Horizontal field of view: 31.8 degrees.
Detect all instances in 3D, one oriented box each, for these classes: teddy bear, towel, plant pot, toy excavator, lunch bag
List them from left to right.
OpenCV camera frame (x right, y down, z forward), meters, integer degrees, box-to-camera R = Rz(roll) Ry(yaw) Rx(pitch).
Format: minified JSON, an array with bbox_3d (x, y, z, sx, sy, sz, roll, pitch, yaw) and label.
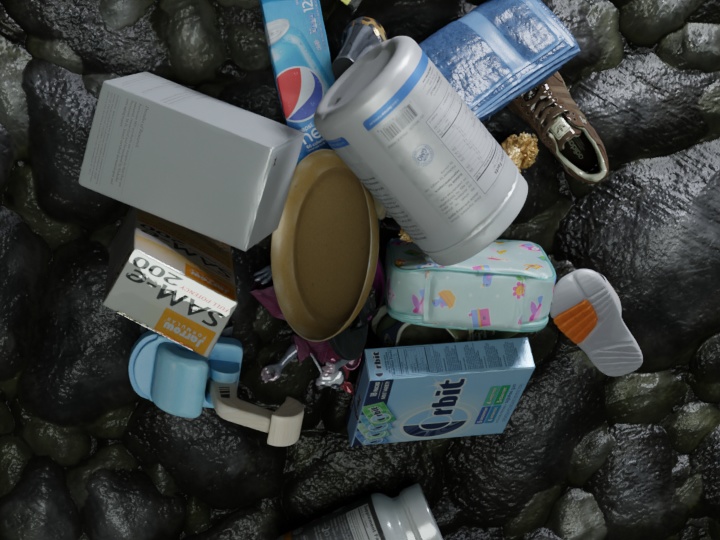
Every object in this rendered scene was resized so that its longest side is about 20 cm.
[{"bbox_3d":[-0.167,0.133,1.430,0.191,0.200,0.101,8,110,-11],"label":"toy excavator"},{"bbox_3d":[-0.035,-0.026,1.343,0.027,0.200,0.203,4,112,-33],"label":"plant pot"},{"bbox_3d":[0.125,0.012,1.458,0.196,0.161,0.078,4,105,-4],"label":"lunch bag"},{"bbox_3d":[0.128,-0.088,1.415,0.145,0.199,0.067,-43,77,35],"label":"teddy bear"},{"bbox_3d":[0.135,-0.229,1.367,0.199,0.049,0.112,-35,75,-23],"label":"towel"}]

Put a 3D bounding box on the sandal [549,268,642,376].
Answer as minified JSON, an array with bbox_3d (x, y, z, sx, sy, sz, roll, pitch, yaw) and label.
[{"bbox_3d":[0.286,0.056,1.556,0.078,0.060,0.207,-22,134,17],"label":"sandal"}]

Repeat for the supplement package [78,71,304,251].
[{"bbox_3d":[-0.177,-0.119,1.346,0.197,0.117,0.119,21,107,9],"label":"supplement package"}]

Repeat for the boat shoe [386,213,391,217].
[{"bbox_3d":[0.076,-0.146,1.438,0.074,0.065,0.203,32,103,-18],"label":"boat shoe"}]

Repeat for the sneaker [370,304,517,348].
[{"bbox_3d":[0.116,0.074,1.512,0.197,0.090,0.068,-5,110,-8],"label":"sneaker"}]

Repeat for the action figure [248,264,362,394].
[{"bbox_3d":[-0.048,0.060,1.497,0.149,0.132,0.202,-52,132,-33],"label":"action figure"}]

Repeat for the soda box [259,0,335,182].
[{"bbox_3d":[-0.061,-0.207,1.392,0.063,0.068,0.203,-13,112,-4],"label":"soda box"}]

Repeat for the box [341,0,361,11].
[{"bbox_3d":[-0.064,-0.367,1.342,0.199,0.050,0.076,34,102,-19],"label":"box"}]

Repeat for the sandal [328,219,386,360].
[{"bbox_3d":[-0.001,-0.001,1.410,0.075,0.047,0.204,9,86,-50],"label":"sandal"}]

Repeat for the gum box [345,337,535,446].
[{"bbox_3d":[0.091,0.147,1.507,0.196,0.045,0.171,-3,147,-11],"label":"gum box"}]

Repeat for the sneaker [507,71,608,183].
[{"bbox_3d":[0.221,-0.181,1.442,0.070,0.076,0.200,-43,111,8],"label":"sneaker"}]

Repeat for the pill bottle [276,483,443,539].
[{"bbox_3d":[0.002,0.351,1.585,0.197,0.117,0.118,-24,112,0],"label":"pill bottle"}]

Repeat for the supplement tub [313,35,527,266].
[{"bbox_3d":[0.060,-0.118,1.259,0.132,0.132,0.200,-40,111,7],"label":"supplement tub"}]

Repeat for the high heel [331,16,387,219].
[{"bbox_3d":[0.017,-0.171,1.390,0.070,0.143,0.203,-4,120,16],"label":"high heel"}]

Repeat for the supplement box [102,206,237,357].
[{"bbox_3d":[-0.206,0.000,1.375,0.125,0.200,0.074,28,104,-18],"label":"supplement box"}]
